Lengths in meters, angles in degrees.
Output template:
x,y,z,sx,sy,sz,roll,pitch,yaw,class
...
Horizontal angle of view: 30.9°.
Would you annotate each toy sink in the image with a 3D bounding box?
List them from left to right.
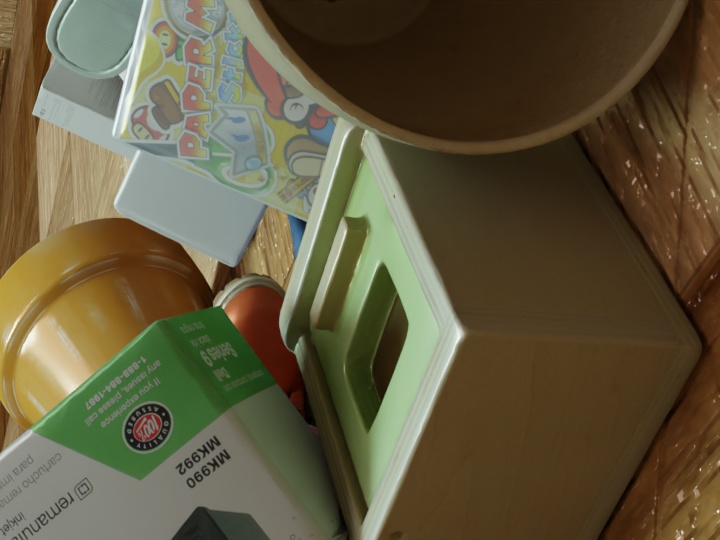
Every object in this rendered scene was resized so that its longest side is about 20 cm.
x,y,z,sx,sy,sz,roll,pitch,yaw,class
0.037,0.011,0.564,0.201,0.111,0.131,-109,31,-47,toy sink

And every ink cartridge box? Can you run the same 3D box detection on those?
x,y,z,sx,sy,sz,roll,pitch,yaw,class
-0.065,0.139,0.558,0.201,0.146,0.084,52,-172,5,ink cartridge box
-0.067,-0.123,0.797,0.145,0.084,0.201,-59,13,31,ink cartridge box

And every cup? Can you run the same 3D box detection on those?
x,y,z,sx,sy,sz,roll,pitch,yaw,class
0.016,-0.147,0.521,0.143,0.198,0.203,-170,85,-67,cup

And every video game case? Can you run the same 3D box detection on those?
x,y,z,sx,sy,sz,roll,pitch,yaw,class
-0.020,-0.123,0.649,0.023,0.180,0.202,-58,-11,-63,video game case

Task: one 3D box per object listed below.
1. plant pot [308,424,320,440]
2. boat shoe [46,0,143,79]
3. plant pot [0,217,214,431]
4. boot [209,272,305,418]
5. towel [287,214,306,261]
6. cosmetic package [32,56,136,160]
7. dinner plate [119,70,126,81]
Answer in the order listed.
x,y,z,sx,sy,sz,roll,pitch,yaw,class
-0.059,0.184,0.702,0.179,0.197,0.203,118,152,-78,plant pot
-0.115,-0.187,0.720,0.199,0.075,0.061,-32,37,40,boat shoe
-0.186,0.089,1.064,0.183,0.198,0.202,46,130,43,plant pot
-0.060,0.107,0.870,0.107,0.074,0.203,-152,60,-64,boot
0.000,0.000,0.754,0.112,0.048,0.202,118,148,-47,towel
-0.165,-0.188,0.959,0.051,0.082,0.202,-43,26,61,cosmetic package
-0.142,-0.218,0.835,0.199,0.024,0.203,-8,81,61,dinner plate
